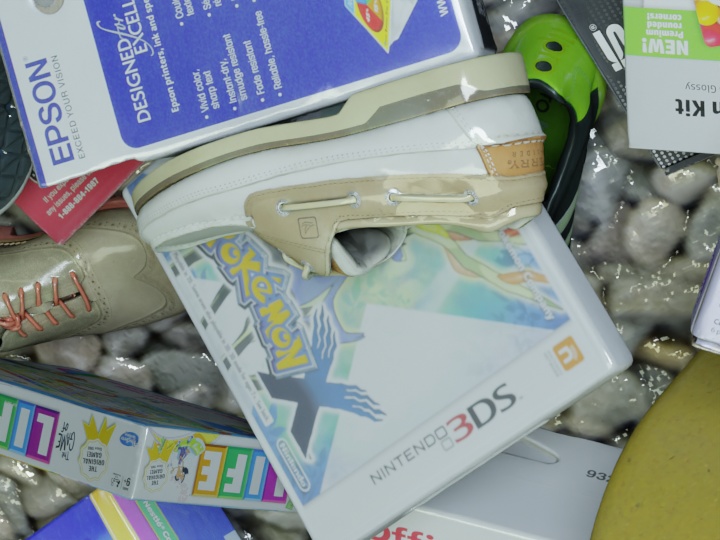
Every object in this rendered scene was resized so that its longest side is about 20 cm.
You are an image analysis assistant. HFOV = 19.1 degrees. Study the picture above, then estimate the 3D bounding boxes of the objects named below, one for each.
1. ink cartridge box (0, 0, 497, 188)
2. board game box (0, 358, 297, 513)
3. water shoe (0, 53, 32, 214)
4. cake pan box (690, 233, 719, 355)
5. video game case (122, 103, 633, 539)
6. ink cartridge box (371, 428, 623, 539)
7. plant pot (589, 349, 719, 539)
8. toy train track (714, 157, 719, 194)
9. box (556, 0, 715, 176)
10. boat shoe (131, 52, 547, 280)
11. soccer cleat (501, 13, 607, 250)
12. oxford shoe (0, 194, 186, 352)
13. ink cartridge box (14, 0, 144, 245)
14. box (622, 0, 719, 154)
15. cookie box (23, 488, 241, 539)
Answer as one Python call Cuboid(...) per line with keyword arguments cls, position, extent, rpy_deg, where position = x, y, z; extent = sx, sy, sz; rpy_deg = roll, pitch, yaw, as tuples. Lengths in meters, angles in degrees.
Cuboid(cls="ink cartridge box", position=(-0.064, -0.155, 0.889), extent=(0.200, 0.047, 0.198), rpy_deg=(-15, 90, 17))
Cuboid(cls="board game box", position=(-0.126, 0.076, 1.033), extent=(0.200, 0.134, 0.034), rpy_deg=(12, 90, 41))
Cuboid(cls="water shoe", position=(-0.207, -0.114, 0.937), extent=(0.079, 0.071, 0.200), rpy_deg=(11, 130, 51))
Cuboid(cls="cake pan box", position=(0.240, -0.032, 0.763), extent=(0.200, 0.052, 0.185), rpy_deg=(17, 104, 7))
Cuboid(cls="video game case", position=(0.000, 0.000, 0.933), extent=(0.182, 0.022, 0.200), rpy_deg=(-38, 76, 33))
Cuboid(cls="ink cartridge box", position=(0.065, 0.181, 1.080), extent=(0.145, 0.084, 0.200), rpy_deg=(13, 124, 17))
Cuboid(cls="plant pot", position=(0.205, 0.143, 0.885), extent=(0.195, 0.200, 0.195), rpy_deg=(14, 130, 48))
Cuboid(cls="toy train track", position=(0.190, 0.019, 0.862), extent=(0.115, 0.200, 0.033), rpy_deg=(20, 131, -16))
Cuboid(cls="box", position=(0.146, -0.156, 0.867), extent=(0.160, 0.044, 0.200), rpy_deg=(-23, 108, 31))
Cuboid(cls="boat shoe", position=(-0.014, -0.030, 0.879), extent=(0.200, 0.075, 0.069), rpy_deg=(-16, 88, 38))
Cuboid(cls="soccer cleat", position=(0.066, -0.020, 0.961), extent=(0.067, 0.081, 0.200), rpy_deg=(17, 125, 12))
Cuboid(cls="oxford shoe", position=(-0.151, 0.013, 1.076), extent=(0.200, 0.075, 0.071), rpy_deg=(-11, 115, 28))
Cuboid(cls="ink cartridge box", position=(-0.156, -0.135, 0.983), extent=(0.200, 0.083, 0.145), rpy_deg=(44, 126, -7))
Cuboid(cls="box", position=(0.177, -0.138, 0.814), extent=(0.156, 0.041, 0.200), rpy_deg=(5, 122, 19))
Cuboid(cls="cookie box", position=(-0.134, 0.218, 1.168), extent=(0.200, 0.075, 0.171), rpy_deg=(-36, 83, 34))
